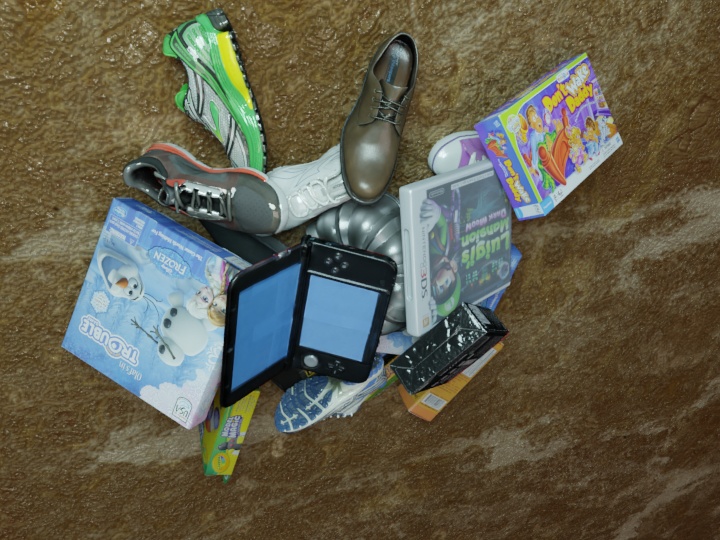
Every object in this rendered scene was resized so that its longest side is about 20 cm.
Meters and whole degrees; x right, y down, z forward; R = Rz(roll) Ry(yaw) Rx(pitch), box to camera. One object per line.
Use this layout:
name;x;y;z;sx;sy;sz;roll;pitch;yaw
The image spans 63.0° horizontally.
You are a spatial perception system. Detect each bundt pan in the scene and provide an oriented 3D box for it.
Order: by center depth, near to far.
bundt pan;0.000;0.000;0.770;0.076;0.200;0.204;-29;147;-57

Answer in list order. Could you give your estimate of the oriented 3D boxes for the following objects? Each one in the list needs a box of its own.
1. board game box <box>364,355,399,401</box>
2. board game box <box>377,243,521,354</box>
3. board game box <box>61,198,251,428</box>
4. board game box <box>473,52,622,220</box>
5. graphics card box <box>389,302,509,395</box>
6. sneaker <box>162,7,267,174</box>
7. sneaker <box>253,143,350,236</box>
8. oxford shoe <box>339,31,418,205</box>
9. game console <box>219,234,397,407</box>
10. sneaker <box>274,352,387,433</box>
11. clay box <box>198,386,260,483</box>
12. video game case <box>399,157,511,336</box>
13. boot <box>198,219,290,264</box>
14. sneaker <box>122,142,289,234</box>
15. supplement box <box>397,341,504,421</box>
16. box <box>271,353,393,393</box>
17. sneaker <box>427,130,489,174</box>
board game box;0.085;0.144;0.992;0.199;0.030;0.095;-40;165;10
board game box;0.107;0.037;0.860;0.196;0.044;0.202;10;118;-20
board game box;-0.238;0.049;0.700;0.198;0.043;0.201;27;102;12
board game box;0.249;-0.175;0.762;0.199;0.045;0.136;-38;106;-28
graphics card box;0.125;0.103;0.786;0.125;0.051;0.200;-42;162;14
sneaker;-0.158;-0.181;0.666;0.084;0.078;0.202;-17;120;-2
sneaker;-0.054;-0.104;0.724;0.199;0.087;0.075;-33;114;-15
oxford shoe;0.021;-0.177;0.670;0.071;0.084;0.203;11;85;-9
game console;-0.061;0.076;0.686;0.170;0.119;0.202;14;125;1
sneaker;-0.040;0.204;0.921;0.198;0.077;0.086;-31;133;1
clay box;-0.207;0.216;0.894;0.047;0.115;0.202;9;119;-26
video game case;0.127;-0.036;0.740;0.198;0.023;0.185;-23;118;-38
boot;-0.186;0.030;0.759;0.164;0.065;0.202;33;87;-37
sneaker;-0.176;-0.079;0.652;0.197;0.082;0.078;19;120;15
supplement box;0.158;0.172;1.048;0.068;0.067;0.200;33;106;-33
box;-0.048;0.124;0.939;0.199;0.050;0.160;-35;131;4
sneaker;0.198;-0.135;0.814;0.197;0.115;0.073;1;125;-22
